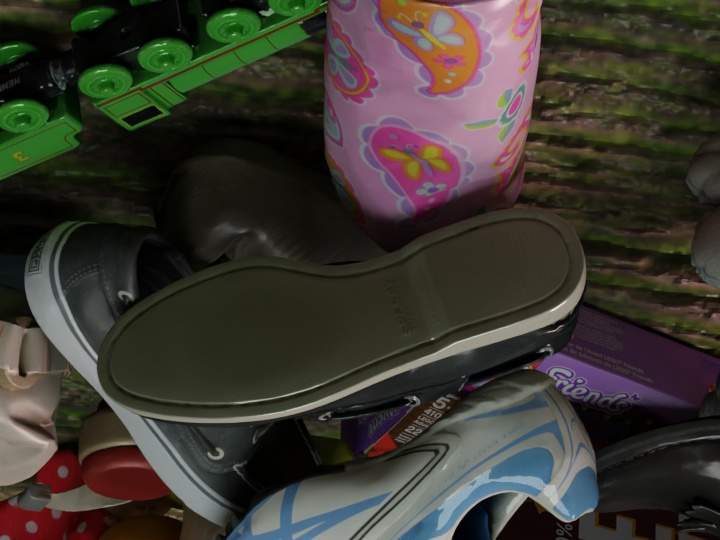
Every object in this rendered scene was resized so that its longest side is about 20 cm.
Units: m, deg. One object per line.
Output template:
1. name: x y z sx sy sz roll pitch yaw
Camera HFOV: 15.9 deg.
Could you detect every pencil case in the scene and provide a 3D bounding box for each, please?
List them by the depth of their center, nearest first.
1. pencil case: 0.030 -0.084 1.003 0.087 0.087 0.200 0 152 0

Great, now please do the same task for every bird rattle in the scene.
1. bird rattle: -0.109 0.129 1.226 0.200 0.163 0.113 -33 125 26

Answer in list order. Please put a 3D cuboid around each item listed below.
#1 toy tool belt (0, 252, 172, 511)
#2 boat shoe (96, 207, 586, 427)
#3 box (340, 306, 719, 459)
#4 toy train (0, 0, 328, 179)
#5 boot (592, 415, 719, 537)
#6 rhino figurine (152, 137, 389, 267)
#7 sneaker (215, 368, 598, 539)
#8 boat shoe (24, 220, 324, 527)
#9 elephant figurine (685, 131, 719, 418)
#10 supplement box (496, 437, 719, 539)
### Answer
1. toy tool belt: -0.170 0.026 1.135 0.200 0.123 0.125 11 151 -22
2. boat shoe: -0.004 0.029 1.040 0.199 0.075 0.066 -18 150 2
3. box: 0.109 0.082 1.257 0.200 0.039 0.137 21 136 -24
4. toy train: -0.089 -0.086 1.051 0.200 0.042 0.056 -21 151 20
5. boot: 0.185 0.143 1.055 0.200 0.174 0.069 -7 177 18
6. rhino figurine: 0.000 0.000 1.125 0.200 0.060 0.087 19 138 -7
7. sneaker: 0.013 0.108 1.084 0.200 0.073 0.072 -29 165 35
8. boat shoe: -0.066 0.050 1.108 0.057 0.069 0.200 -7 140 36
9. elephant figurine: 0.222 0.006 1.113 0.155 0.142 0.200 24 161 33
10. supplement box: 0.125 0.182 1.233 0.200 0.133 0.197 7 151 -3
